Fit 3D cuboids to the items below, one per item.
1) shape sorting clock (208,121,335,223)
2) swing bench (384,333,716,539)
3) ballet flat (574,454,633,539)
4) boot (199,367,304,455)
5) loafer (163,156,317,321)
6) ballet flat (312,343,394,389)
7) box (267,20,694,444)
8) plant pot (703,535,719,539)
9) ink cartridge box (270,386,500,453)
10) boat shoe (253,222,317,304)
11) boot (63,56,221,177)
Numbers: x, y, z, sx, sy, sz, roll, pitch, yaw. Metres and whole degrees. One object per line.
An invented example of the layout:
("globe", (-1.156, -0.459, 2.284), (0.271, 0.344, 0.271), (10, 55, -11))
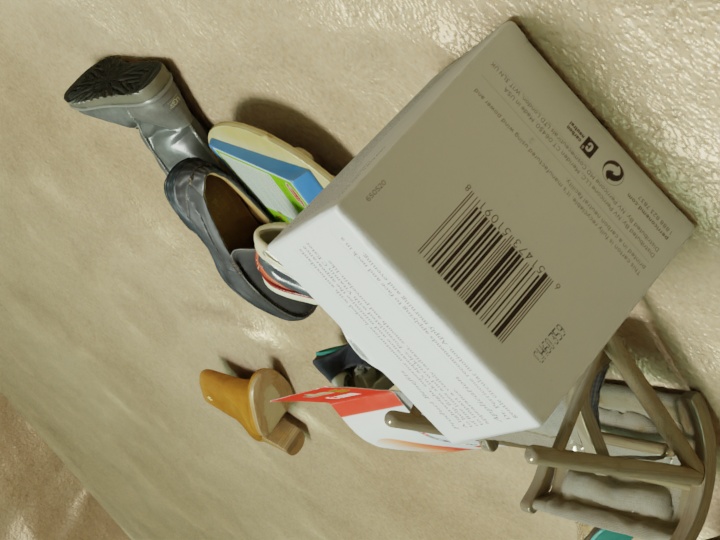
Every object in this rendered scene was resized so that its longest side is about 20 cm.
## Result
("shape sorting clock", (-0.058, -0.071, 1.327), (0.200, 0.039, 0.200), (37, 166, 11))
("swing bench", (0.165, 0.124, 1.181), (0.200, 0.130, 0.198), (34, 164, -31))
("ballet flat", (0.232, 0.210, 1.330), (0.200, 0.070, 0.066), (99, 149, -60))
("boot", (-0.154, 0.161, 1.839), (0.144, 0.071, 0.202), (27, 157, 27))
("loafer", (-0.107, -0.023, 1.372), (0.200, 0.073, 0.072), (46, 165, -22))
("ballet flat", (0.002, 0.098, 1.470), (0.073, 0.073, 0.200), (46, 154, -6))
("box", (0.083, -0.022, 0.982), (0.199, 0.200, 0.131), (46, 155, -9))
("plant pot", (0.351, 0.287, 1.210), (0.200, 0.093, 0.201), (36, 156, 19))
("ink cartridge box", (0.028, 0.150, 1.415), (0.199, 0.051, 0.162), (5, 169, -23))
("boat shoe", (0.000, 0.000, 1.264), (0.199, 0.071, 0.063), (12, 146, 16))
("boot", (-0.195, -0.119, 1.450), (0.181, 0.073, 0.200), (16, 152, 50))
